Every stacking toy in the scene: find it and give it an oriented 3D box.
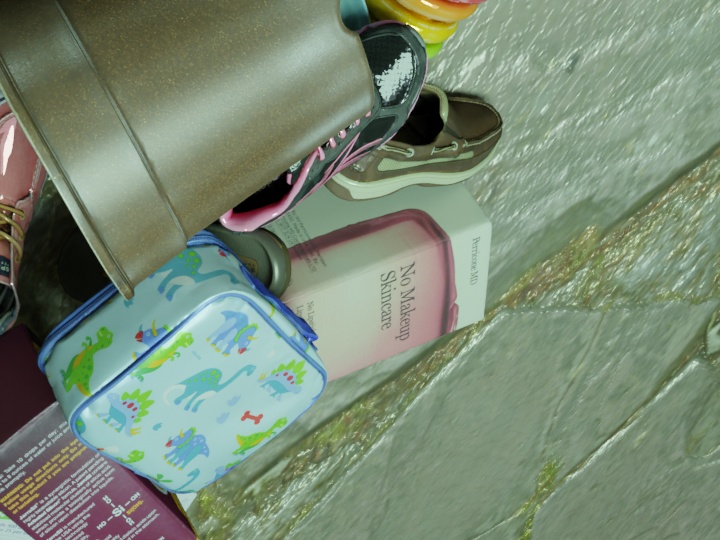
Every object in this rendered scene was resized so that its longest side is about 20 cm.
[{"bbox_3d":[0.029,-0.191,0.933,0.108,0.117,0.201,8,133,-30],"label":"stacking toy"}]

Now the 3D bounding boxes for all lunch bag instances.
[{"bbox_3d":[-0.117,0.069,0.868,0.160,0.083,0.200,-38,148,2],"label":"lunch bag"}]

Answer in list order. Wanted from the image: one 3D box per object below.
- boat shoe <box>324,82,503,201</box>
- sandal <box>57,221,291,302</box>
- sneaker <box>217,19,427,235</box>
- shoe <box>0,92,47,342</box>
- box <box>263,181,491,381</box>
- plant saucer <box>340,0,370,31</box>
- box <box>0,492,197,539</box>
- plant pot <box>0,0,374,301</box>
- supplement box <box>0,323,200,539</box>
[{"bbox_3d":[0.056,-0.112,0.979,0.201,0.075,0.075,-25,154,-44],"label":"boat shoe"},{"bbox_3d":[-0.150,-0.001,0.937,0.197,0.055,0.083,6,108,19],"label":"sandal"},{"bbox_3d":[-0.030,-0.094,0.857,0.200,0.095,0.079,-42,98,12],"label":"sneaker"},{"bbox_3d":[-0.267,-0.032,0.896,0.071,0.091,0.202,10,120,-34],"label":"shoe"},{"bbox_3d":[0.000,0.000,1.038,0.197,0.110,0.129,-21,141,-16],"label":"box"},{"bbox_3d":[-0.088,-0.153,0.873,0.197,0.028,0.202,-13,133,-14],"label":"plant saucer"},{"bbox_3d":[-0.261,0.181,1.064,0.198,0.102,0.113,19,116,-38],"label":"box"},{"bbox_3d":[-0.109,-0.117,0.754,0.196,0.201,0.202,-30,134,-9],"label":"plant pot"},{"bbox_3d":[-0.217,0.151,0.924,0.085,0.110,0.201,-38,131,-5],"label":"supplement box"}]
